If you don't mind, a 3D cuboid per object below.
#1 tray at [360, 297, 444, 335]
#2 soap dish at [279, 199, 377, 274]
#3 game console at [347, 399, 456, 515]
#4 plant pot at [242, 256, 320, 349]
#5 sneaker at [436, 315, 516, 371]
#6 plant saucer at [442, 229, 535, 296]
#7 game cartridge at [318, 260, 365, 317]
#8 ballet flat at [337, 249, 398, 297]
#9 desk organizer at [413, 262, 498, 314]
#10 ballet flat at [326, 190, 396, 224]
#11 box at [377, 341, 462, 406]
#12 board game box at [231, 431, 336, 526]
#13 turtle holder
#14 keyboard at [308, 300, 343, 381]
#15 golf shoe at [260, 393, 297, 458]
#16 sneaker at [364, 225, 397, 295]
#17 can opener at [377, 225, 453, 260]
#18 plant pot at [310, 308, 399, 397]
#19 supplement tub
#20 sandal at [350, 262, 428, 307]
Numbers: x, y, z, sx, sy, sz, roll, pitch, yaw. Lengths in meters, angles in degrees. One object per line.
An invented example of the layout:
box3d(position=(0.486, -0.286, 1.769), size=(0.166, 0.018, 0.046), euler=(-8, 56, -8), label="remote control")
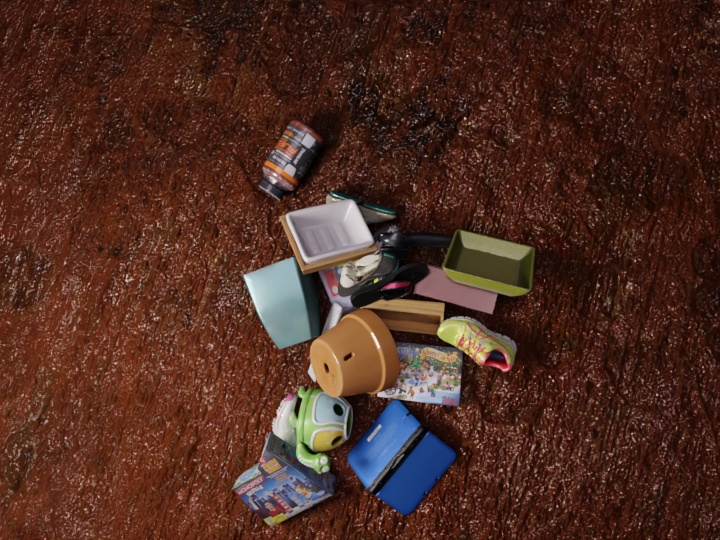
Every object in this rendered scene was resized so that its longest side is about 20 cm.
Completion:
box3d(position=(0.104, 0.109, 1.256), size=(0.198, 0.099, 0.037), euler=(4, 54, 11), label="tray")
box3d(position=(-0.079, -0.081, 1.247), size=(0.198, 0.081, 0.158), euler=(-16, 65, -22), label="soap dish")
box3d(position=(0.098, 0.451, 1.251), size=(0.200, 0.118, 0.171), euler=(-50, 45, 1), label="game console")
box3d(position=(-0.180, 0.086, 1.301), size=(0.140, 0.141, 0.202), euler=(-20, 85, 8), label="plant pot")
box3d(position=(0.271, 0.173, 1.193), size=(0.198, 0.091, 0.079), euler=(19, 124, 1), label="sneaker")
box3d(position=(0.302, -0.012, 1.214), size=(0.198, 0.200, 0.048), euler=(15, 124, 13), label="plant saucer")
box3d(position=(-0.037, 0.005, 1.333), size=(0.132, 0.041, 0.201), euler=(-25, 78, 3), label="game cartridge")
box3d(position=(0.000, 0.000, 1.235), size=(0.199, 0.068, 0.068), euler=(-31, 47, 33), label="ballet flat")
box3d(position=(0.235, 0.045, 1.255), size=(0.198, 0.072, 0.078), euler=(15, 88, 13), label="desk organizer")
box3d(position=(0.001, -0.152, 1.342), size=(0.199, 0.067, 0.063), euler=(20, 110, 18), label="ballet flat")
box3d(position=(0.146, 0.250, 1.259), size=(0.198, 0.038, 0.138), euler=(4, 83, 12), label="box")
box3d(position=(-0.197, 0.493, 1.235), size=(0.199, 0.062, 0.200), euler=(-32, 108, 16), label="board game box")
box3d(position=(-0.092, 0.365, 1.219), size=(0.130, 0.186, 0.142), euler=(3, 107, 10), label="turtle holder")
box3d(position=(-0.090, 0.177, 1.296), size=(0.056, 0.011, 0.202), euler=(31, 103, 56), label="keyboard")
box3d(position=(-0.182, 0.410, 1.291), size=(0.091, 0.075, 0.202), euler=(18, 94, 5), label="golf shoe")
box3d(position=(0.060, -0.017, 1.304), size=(0.074, 0.084, 0.202), euler=(-13, 56, 42), label="sneaker")
box3d(position=(0.135, -0.073, 1.269), size=(0.198, 0.063, 0.079), euler=(-6, 117, -20), label="can opener")
box3d(position=(-0.025, 0.203, 1.196), size=(0.139, 0.200, 0.202), euler=(-15, 76, -33), label="plant pot")
box3d(position=(-0.188, -0.288, 1.368), size=(0.106, 0.107, 0.201), euler=(31, 89, 14), label="supplement tub")
box3d(position=(0.073, 0.045, 1.204), size=(0.199, 0.075, 0.045), euler=(-26, 50, -4), label="sandal")
